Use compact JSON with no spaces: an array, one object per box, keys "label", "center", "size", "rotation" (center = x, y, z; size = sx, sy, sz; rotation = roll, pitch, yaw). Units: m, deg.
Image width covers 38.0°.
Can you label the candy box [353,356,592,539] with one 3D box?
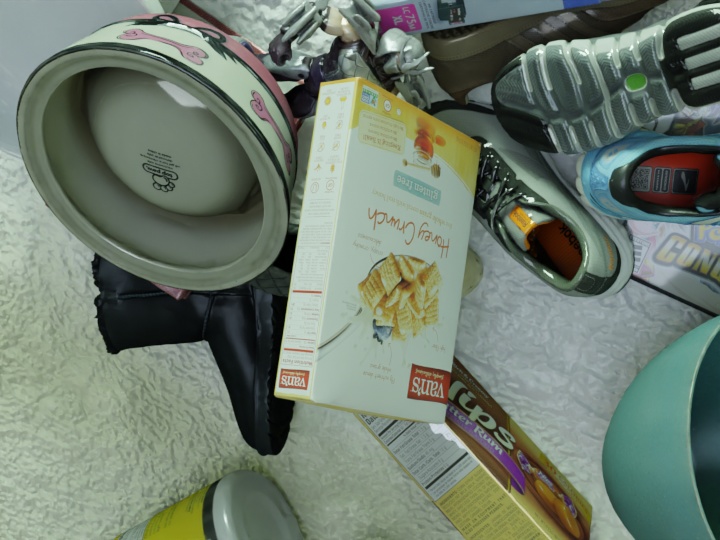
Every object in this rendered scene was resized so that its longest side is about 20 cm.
[{"label":"candy box","center":[0.090,0.147,0.804],"size":[0.056,0.117,0.201],"rotation":[-41,89,20]}]

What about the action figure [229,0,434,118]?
[{"label":"action figure","center":[-0.035,-0.131,0.737],"size":[0.197,0.070,0.131],"rotation":[-6,133,34]}]

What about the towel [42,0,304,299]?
[{"label":"towel","center":[-0.142,-0.097,0.828],"size":[0.143,0.023,0.201],"rotation":[34,88,9]}]

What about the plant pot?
[{"label":"plant pot","center":[0.249,0.137,0.735],"size":[0.134,0.199,0.202],"rotation":[-25,97,56]}]

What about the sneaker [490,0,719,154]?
[{"label":"sneaker","center":[0.192,-0.136,0.701],"size":[0.198,0.115,0.076],"rotation":[-5,110,44]}]

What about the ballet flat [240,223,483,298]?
[{"label":"ballet flat","center":[0.000,0.000,0.803],"size":[0.196,0.057,0.068],"rotation":[2,90,-9]}]

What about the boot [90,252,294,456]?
[{"label":"boot","center":[-0.139,0.051,0.869],"size":[0.159,0.073,0.202],"rotation":[-1,95,13]}]

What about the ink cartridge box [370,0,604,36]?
[{"label":"ink cartridge box","center":[0.095,-0.228,0.722],"size":[0.196,0.042,0.121],"rotation":[-4,59,15]}]

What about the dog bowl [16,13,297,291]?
[{"label":"dog bowl","center":[-0.130,-0.084,0.716],"size":[0.197,0.074,0.202],"rotation":[12,136,12]}]

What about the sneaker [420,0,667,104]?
[{"label":"sneaker","center":[0.142,-0.180,0.747],"size":[0.197,0.071,0.076],"rotation":[-16,141,9]}]

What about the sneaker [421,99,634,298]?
[{"label":"sneaker","center":[0.112,-0.057,0.759],"size":[0.200,0.079,0.074],"rotation":[44,116,20]}]

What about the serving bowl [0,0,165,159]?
[{"label":"serving bowl","center":[-0.225,-0.173,0.763],"size":[0.196,0.066,0.202],"rotation":[5,135,5]}]

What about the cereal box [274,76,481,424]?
[{"label":"cereal box","center":[0.017,-0.006,0.690],"size":[0.039,0.143,0.204],"rotation":[1,80,40]}]

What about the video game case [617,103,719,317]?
[{"label":"video game case","center":[0.276,-0.057,0.752],"size":[0.197,0.025,0.183],"rotation":[25,108,9]}]

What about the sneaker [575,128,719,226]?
[{"label":"sneaker","center":[0.247,-0.055,0.692],"size":[0.196,0.090,0.080],"rotation":[-3,102,2]}]

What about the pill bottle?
[{"label":"pill bottle","center":[-0.155,0.264,0.901],"size":[0.198,0.114,0.115],"rotation":[-32,93,20]}]
